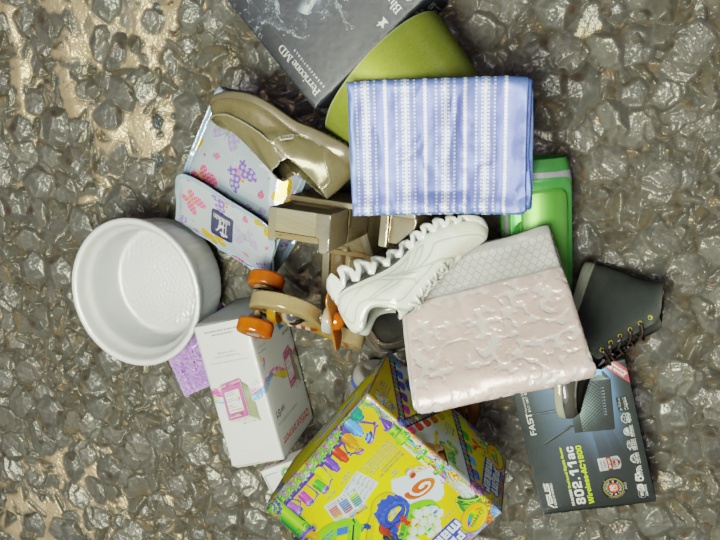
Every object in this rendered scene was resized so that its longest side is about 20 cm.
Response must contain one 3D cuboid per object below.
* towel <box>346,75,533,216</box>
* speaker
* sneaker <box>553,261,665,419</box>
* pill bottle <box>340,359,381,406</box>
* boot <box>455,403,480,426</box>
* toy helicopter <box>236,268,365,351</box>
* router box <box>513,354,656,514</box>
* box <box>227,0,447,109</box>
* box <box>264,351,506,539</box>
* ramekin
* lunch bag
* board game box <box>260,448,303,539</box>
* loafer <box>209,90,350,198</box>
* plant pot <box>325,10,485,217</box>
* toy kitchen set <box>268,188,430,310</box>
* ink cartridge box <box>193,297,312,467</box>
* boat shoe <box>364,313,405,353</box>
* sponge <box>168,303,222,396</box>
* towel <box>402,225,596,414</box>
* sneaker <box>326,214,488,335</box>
[{"bbox_3d":[0.084,-0.129,0.788,0.196,0.024,0.148,0,105,6],"label":"towel"},{"bbox_3d":[0.221,-0.039,0.926,0.087,0.088,0.204,0,102,15],"label":"speaker"},{"bbox_3d":[0.298,0.087,0.887,0.105,0.075,0.203,10,70,27],"label":"sneaker"},{"bbox_3d":[0.012,0.238,1.030,0.112,0.114,0.203,23,108,9],"label":"pill bottle"},{"bbox_3d":[0.088,0.127,0.962,0.076,0.155,0.202,-26,95,19],"label":"boot"},{"bbox_3d":[-0.054,0.064,0.952,0.131,0.199,0.080,-1,69,39],"label":"toy helicopter"},{"bbox_3d":[0.291,0.209,0.974,0.147,0.062,0.204,-13,99,19],"label":"router box"},{"bbox_3d":[-0.032,-0.340,0.911,0.199,0.117,0.197,-40,90,21],"label":"box"},{"bbox_3d":[0.032,0.246,0.862,0.192,0.122,0.201,41,111,0],"label":"box"},{"bbox_3d":[-0.292,0.021,1.041,0.197,0.098,0.205,4,103,16],"label":"ramekin"},{"bbox_3d":[-0.145,-0.112,0.986,0.168,0.127,0.202,33,108,10],"label":"lunch bag"},{"bbox_3d":[-0.018,0.282,0.970,0.197,0.035,0.128,-23,97,17],"label":"board game box"},{"bbox_3d":[-0.098,-0.148,0.872,0.197,0.076,0.068,25,81,11],"label":"loafer"},{"bbox_3d":[0.091,-0.158,0.868,0.187,0.187,0.200,-45,82,19],"label":"plant pot"},{"bbox_3d":[0.000,0.000,0.924,0.160,0.200,0.184,9,105,20],"label":"toy kitchen set"},{"bbox_3d":[-0.144,0.149,1.036,0.083,0.145,0.204,-10,100,15],"label":"ink cartridge box"},{"bbox_3d":[0.087,0.032,0.928,0.075,0.198,0.074,51,152,15],"label":"boat shoe"},{"bbox_3d":[-0.255,0.078,1.111,0.110,0.030,0.203,-21,96,19],"label":"sponge"},{"bbox_3d":[0.143,0.052,0.837,0.196,0.032,0.194,-14,57,11],"label":"towel"},{"bbox_3d":[0.061,0.005,0.841,0.198,0.075,0.082,-28,63,10],"label":"sneaker"}]
